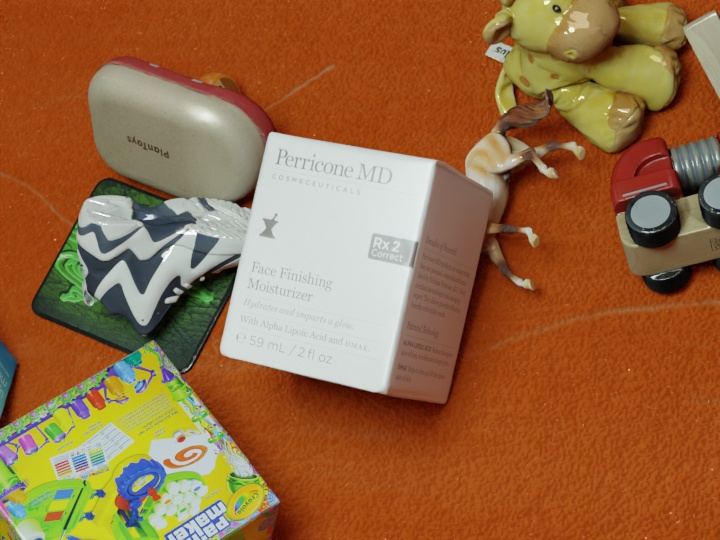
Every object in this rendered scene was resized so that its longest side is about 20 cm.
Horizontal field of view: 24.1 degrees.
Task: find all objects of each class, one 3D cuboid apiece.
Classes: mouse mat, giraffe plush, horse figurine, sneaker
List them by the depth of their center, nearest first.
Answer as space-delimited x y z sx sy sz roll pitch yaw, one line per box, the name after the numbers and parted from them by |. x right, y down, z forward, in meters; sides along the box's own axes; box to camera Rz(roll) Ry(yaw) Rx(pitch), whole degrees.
0.192 -0.224 1.551 0.198 0.162 0.174 8 70 20 | giraffe plush
0.128 -0.071 1.555 0.132 0.050 0.201 19 89 43 | horse figurine
-0.178 0.004 1.617 0.198 0.130 0.080 1 32 -22 | sneaker
-0.216 0.002 1.669 0.199 0.008 0.162 20 74 25 | mouse mat

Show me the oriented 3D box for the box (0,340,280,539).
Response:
-0.208 0.205 1.457 0.199 0.122 0.193 -30 66 -26 | box

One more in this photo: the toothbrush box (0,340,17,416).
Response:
-0.409 0.118 1.560 0.085 0.147 0.201 -13 40 19 | toothbrush box

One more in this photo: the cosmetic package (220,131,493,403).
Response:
0.000 0.000 1.484 0.164 0.165 0.202 11 87 23 | cosmetic package

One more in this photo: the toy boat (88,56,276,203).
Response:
-0.164 -0.152 1.672 0.199 0.131 0.131 22 46 25 | toy boat

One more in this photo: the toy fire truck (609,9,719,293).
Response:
0.303 -0.109 1.500 0.175 0.129 0.201 -15 52 11 | toy fire truck
